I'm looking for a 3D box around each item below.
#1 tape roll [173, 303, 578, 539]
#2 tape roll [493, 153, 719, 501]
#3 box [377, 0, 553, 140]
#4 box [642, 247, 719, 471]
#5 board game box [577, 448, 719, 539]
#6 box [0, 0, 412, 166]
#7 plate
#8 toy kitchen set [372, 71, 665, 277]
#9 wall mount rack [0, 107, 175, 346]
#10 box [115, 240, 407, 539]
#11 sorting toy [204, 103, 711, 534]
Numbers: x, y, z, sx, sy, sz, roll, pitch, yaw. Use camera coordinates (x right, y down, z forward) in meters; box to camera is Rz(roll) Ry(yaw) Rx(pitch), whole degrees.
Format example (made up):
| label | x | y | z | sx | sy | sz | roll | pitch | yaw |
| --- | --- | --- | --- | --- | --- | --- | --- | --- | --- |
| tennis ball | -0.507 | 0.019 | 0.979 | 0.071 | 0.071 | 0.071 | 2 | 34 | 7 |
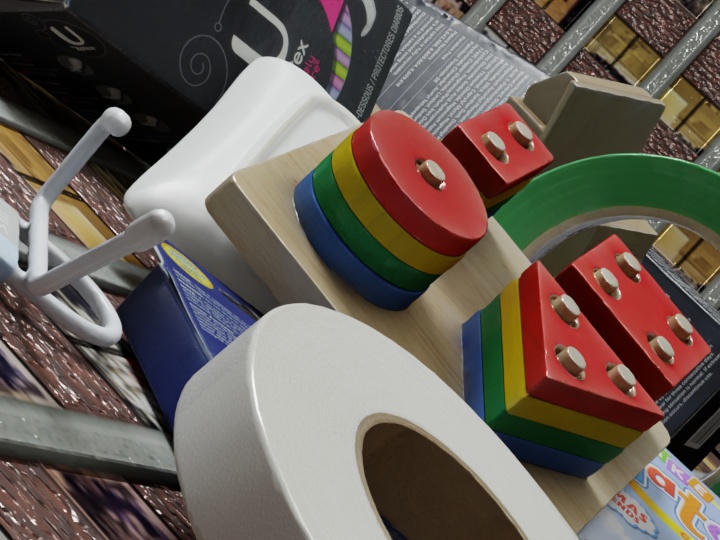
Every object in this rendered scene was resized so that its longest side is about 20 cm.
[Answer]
| label | x | y | z | sx | sy | sz | roll | pitch | yaw |
| --- | --- | --- | --- | --- | --- | --- | --- | --- | --- |
| tape roll | 0.022 | 0.100 | 0.801 | 0.203 | 0.037 | 0.203 | 43 | 20 | -20 |
| tape roll | 0.135 | 0.043 | 1.242 | 0.200 | 0.200 | 0.048 | 44 | 6 | 8 |
| box | 0.076 | -0.073 | 1.673 | 0.200 | 0.104 | 0.148 | 34 | -19 | 28 |
| box | 0.188 | 0.043 | 1.817 | 0.198 | 0.123 | 0.200 | 46 | 6 | 17 |
| board game box | 0.120 | 0.132 | 1.116 | 0.151 | 0.037 | 0.200 | 43 | 22 | 2 |
| box | -0.088 | -0.129 | 1.236 | 0.106 | 0.123 | 0.200 | 5 | -23 | 45 |
| plate | 0.000 | 0.000 | 1.125 | 0.200 | 0.032 | 0.200 | 49 | 26 | -7 |
| toy kitchen set | 0.062 | -0.083 | 1.454 | 0.199 | 0.164 | 0.181 | 9 | 31 | -38 |
| wall mount rack | -0.136 | -0.051 | 0.844 | 0.200 | 0.075 | 0.174 | 40 | 8 | -18 |
| box | -0.025 | 0.067 | 0.924 | 0.121 | 0.032 | 0.200 | 38 | 11 | -31 |
| sorting toy | 0.057 | 0.010 | 1.070 | 0.200 | 0.070 | 0.199 | 51 | 24 | 5 |
